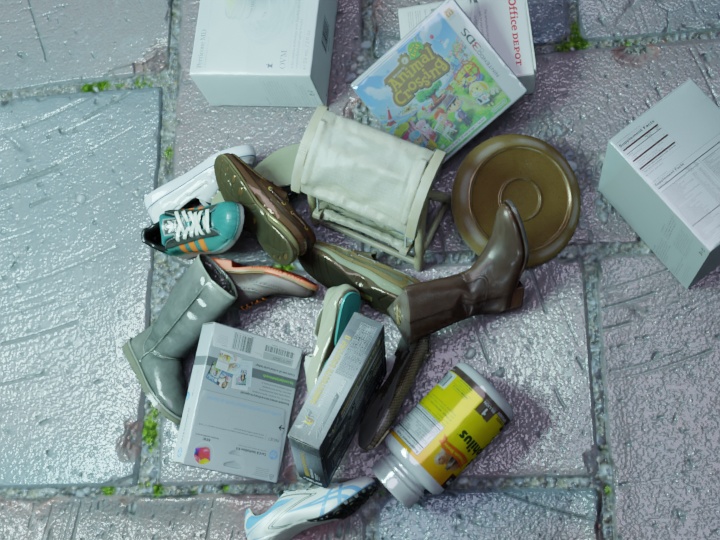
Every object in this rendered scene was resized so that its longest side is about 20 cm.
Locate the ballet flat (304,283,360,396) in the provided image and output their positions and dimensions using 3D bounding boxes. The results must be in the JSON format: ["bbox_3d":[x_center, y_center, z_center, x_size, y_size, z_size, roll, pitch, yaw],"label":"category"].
[{"bbox_3d":[-0.048,0.117,1.469,0.069,0.069,0.202,15,89,13],"label":"ballet flat"}]

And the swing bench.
[{"bbox_3d":[0.018,-0.118,1.452,0.198,0.200,0.130,23,79,16],"label":"swing bench"}]

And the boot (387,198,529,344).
[{"bbox_3d":[0.133,0.005,1.396,0.199,0.188,0.064,-14,30,-13],"label":"boot"}]

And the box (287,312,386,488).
[{"bbox_3d":[-0.028,0.181,1.374,0.048,0.159,0.201,21,64,15],"label":"box"}]

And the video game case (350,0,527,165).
[{"bbox_3d":[0.117,-0.273,1.490,0.200,0.022,0.182,-40,92,11],"label":"video game case"}]

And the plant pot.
[{"bbox_3d":[0.233,-0.104,1.465,0.198,0.027,0.202,0,86,-7],"label":"plant pot"}]

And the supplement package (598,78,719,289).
[{"bbox_3d":[0.455,-0.114,1.379,0.147,0.191,0.200,-37,72,-2],"label":"supplement package"}]

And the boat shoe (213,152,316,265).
[{"bbox_3d":[-0.144,-0.098,1.487,0.067,0.072,0.200,-30,74,-37],"label":"boat shoe"}]

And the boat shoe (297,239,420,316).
[{"bbox_3d":[0.000,0.000,1.501,0.199,0.072,0.076,29,55,17],"label":"boat shoe"}]

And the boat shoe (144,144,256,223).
[{"bbox_3d":[-0.244,-0.127,1.575,0.199,0.074,0.066,-29,76,11],"label":"boat shoe"}]

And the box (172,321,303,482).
[{"bbox_3d":[-0.173,0.191,1.434,0.155,0.041,0.202,19,73,-32],"label":"box"}]

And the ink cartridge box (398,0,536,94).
[{"bbox_3d":[0.166,-0.341,1.550,0.198,0.083,0.148,-6,75,8],"label":"ink cartridge box"}]

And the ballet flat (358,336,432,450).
[{"bbox_3d":[0.054,0.172,1.428,0.046,0.067,0.201,37,61,-20],"label":"ballet flat"}]

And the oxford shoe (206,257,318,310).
[{"bbox_3d":[-0.159,0.028,1.518,0.199,0.071,0.073,8,85,21],"label":"oxford shoe"}]

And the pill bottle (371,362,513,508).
[{"bbox_3d":[0.111,0.232,1.385,0.200,0.109,0.109,-45,72,-4],"label":"pill bottle"}]

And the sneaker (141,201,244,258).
[{"bbox_3d":[-0.255,-0.060,1.494,0.199,0.080,0.072,-18,70,45],"label":"sneaker"}]

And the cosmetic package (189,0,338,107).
[{"bbox_3d":[-0.153,-0.377,1.597,0.198,0.123,0.201,2,75,12],"label":"cosmetic package"}]

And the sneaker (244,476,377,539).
[{"bbox_3d":[-0.073,0.332,1.412,0.199,0.072,0.073,-23,64,-1],"label":"sneaker"}]

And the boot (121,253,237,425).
[{"bbox_3d":[-0.250,0.104,1.483,0.200,0.073,0.182,-42,72,10],"label":"boot"}]

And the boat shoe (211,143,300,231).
[{"bbox_3d":[-0.135,-0.131,1.558,0.201,0.063,0.074,-32,55,-3],"label":"boat shoe"}]
